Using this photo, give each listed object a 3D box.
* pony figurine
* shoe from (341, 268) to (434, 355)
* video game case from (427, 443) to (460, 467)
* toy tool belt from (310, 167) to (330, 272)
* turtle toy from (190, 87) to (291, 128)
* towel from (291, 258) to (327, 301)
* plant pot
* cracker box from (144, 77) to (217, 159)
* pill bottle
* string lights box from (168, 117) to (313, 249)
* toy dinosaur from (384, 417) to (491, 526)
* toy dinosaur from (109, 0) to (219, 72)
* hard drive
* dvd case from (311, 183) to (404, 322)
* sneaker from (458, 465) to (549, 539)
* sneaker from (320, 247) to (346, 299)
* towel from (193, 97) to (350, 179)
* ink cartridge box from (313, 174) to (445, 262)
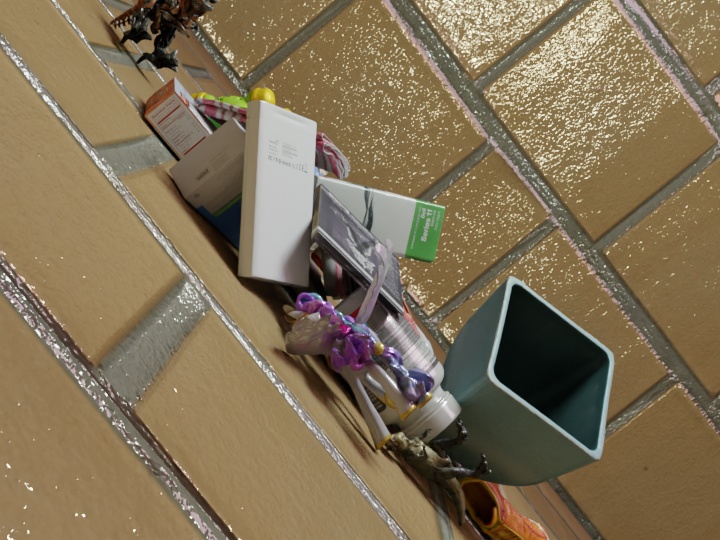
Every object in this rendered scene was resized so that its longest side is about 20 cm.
[{"bbox_3d":[-0.006,0.083,1.498,0.200,0.166,0.193,49,-29,10],"label":"pony figurine"},{"bbox_3d":[0.033,0.070,1.765,0.091,0.071,0.202,8,60,-68],"label":"shoe"},{"bbox_3d":[0.101,0.213,1.941,0.182,0.025,0.200,66,8,19],"label":"video game case"},{"bbox_3d":[-0.059,-0.097,1.973,0.200,0.123,0.125,51,-3,-27],"label":"toy tool belt"},{"bbox_3d":[-0.181,-0.207,2.094,0.200,0.144,0.102,42,50,-63],"label":"turtle toy"},{"bbox_3d":[-0.103,-0.015,1.896,0.133,0.034,0.200,49,6,-15],"label":"towel"},{"bbox_3d":[0.194,0.172,1.800,0.195,0.200,0.197,37,41,-15],"label":"plant pot"},{"bbox_3d":[-0.206,-0.158,1.805,0.200,0.058,0.134,51,4,-16],"label":"cracker box"},{"bbox_3d":[0.034,0.121,1.676,0.201,0.110,0.111,52,4,-1],"label":"pill bottle"},{"bbox_3d":[-0.136,-0.088,1.652,0.059,0.102,0.200,55,5,37],"label":"string lights box"},{"bbox_3d":[0.105,0.235,1.638,0.200,0.088,0.048,48,19,-34],"label":"toy dinosaur"},{"bbox_3d":[-0.300,-0.384,2.052,0.102,0.137,0.199,30,-28,-27],"label":"toy dinosaur"},{"bbox_3d":[-0.096,-0.087,1.583,0.132,0.026,0.202,13,78,-62],"label":"hard drive"},{"bbox_3d":[-0.004,-0.025,1.674,0.149,0.016,0.200,45,13,-15],"label":"dvd case"},{"bbox_3d":[0.196,0.357,1.873,0.200,0.073,0.077,48,27,-7],"label":"sneaker"},{"bbox_3d":[0.000,0.000,1.880,0.200,0.103,0.076,60,25,-81],"label":"sneaker"},{"bbox_3d":[-0.118,-0.178,1.803,0.198,0.030,0.146,19,-6,16],"label":"towel"},{"bbox_3d":[-0.006,-0.076,1.853,0.198,0.084,0.146,12,3,-24],"label":"ink cartridge box"}]
